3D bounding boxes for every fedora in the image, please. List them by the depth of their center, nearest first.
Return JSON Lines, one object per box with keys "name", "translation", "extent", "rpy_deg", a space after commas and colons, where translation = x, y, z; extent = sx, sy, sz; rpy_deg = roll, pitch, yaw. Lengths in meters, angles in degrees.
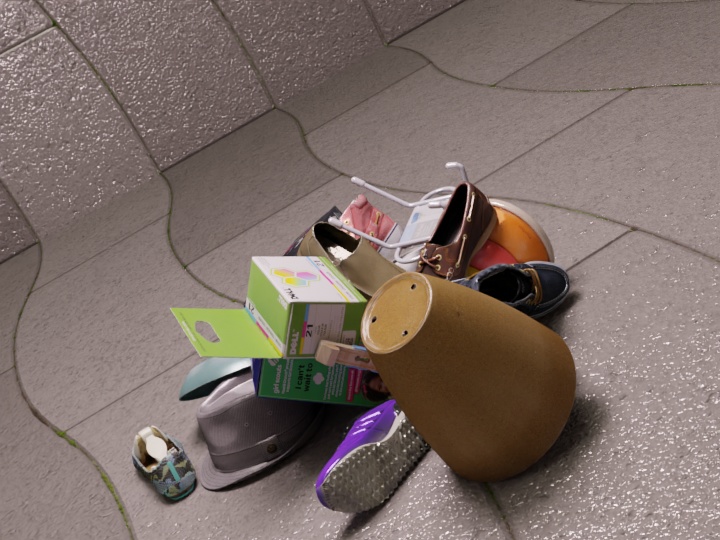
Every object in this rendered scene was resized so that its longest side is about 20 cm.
{"name": "fedora", "translation": [-0.145, 0.190, 1.514], "extent": [0.198, 0.091, 0.177], "rpy_deg": [-25, 20, 6]}

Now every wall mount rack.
{"name": "wall mount rack", "translation": [0.059, -0.086, 1.599], "extent": [0.171, 0.075, 0.201], "rpy_deg": [-11, 28, 25]}

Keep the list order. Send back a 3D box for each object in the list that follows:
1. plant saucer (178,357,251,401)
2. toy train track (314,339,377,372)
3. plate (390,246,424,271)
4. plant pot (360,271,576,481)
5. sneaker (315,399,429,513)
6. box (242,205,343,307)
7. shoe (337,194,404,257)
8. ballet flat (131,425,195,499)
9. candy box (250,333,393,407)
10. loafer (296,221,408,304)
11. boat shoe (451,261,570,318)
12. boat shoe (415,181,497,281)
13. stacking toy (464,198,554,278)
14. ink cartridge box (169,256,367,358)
{"name": "plant saucer", "translation": [-0.169, 0.134, 1.630], "extent": [0.197, 0.036, 0.200], "rpy_deg": [-20, -9, -3]}
{"name": "toy train track", "translation": [0.042, 0.119, 1.363], "extent": [0.197, 0.116, 0.033], "rpy_deg": [14, 24, -20]}
{"name": "plate", "translation": [0.080, -0.013, 1.696], "extent": [0.198, 0.033, 0.199], "rpy_deg": [-29, 1, -20]}
{"name": "plant pot", "translation": [0.095, 0.091, 1.201], "extent": [0.185, 0.199, 0.188], "rpy_deg": [-29, 41, 28]}
{"name": "sneaker", "translation": [0.005, 0.210, 1.318], "extent": [0.099, 0.071, 0.199], "rpy_deg": [-8, 19, 46]}
{"name": "box", "translation": [-0.076, 0.010, 1.800], "extent": [0.122, 0.106, 0.201], "rpy_deg": [-39, 10, 37]}
{"name": "shoe", "translation": [-0.016, -0.024, 1.630], "extent": [0.071, 0.091, 0.201], "rpy_deg": [-42, 9, 46]}
{"name": "ballet flat", "translation": [-0.276, 0.248, 1.574], "extent": [0.074, 0.075, 0.199], "rpy_deg": [-34, 21, -20]}
{"name": "candy box", "translation": [-0.040, 0.106, 1.476], "extent": [0.196, 0.078, 0.169], "rpy_deg": [4, 17, -10]}
{"name": "loafer", "translation": [0.000, 0.000, 1.527], "extent": [0.198, 0.068, 0.076], "rpy_deg": [25, 52, 17]}
{"name": "boat shoe", "translation": [0.199, 0.025, 1.423], "extent": [0.197, 0.072, 0.091], "rpy_deg": [-10, -7, -30]}
{"name": "boat shoe", "translation": [0.104, -0.018, 1.463], "extent": [0.070, 0.070, 0.202], "rpy_deg": [11, 69, 41]}
{"name": "stacking toy", "translation": [0.152, 0.017, 1.515], "extent": [0.145, 0.147, 0.200], "rpy_deg": [-1, 40, 50]}
{"name": "ink cartridge box", "translation": [-0.112, 0.043, 1.381], "extent": [0.197, 0.077, 0.148], "rpy_deg": [1, 21, -26]}
